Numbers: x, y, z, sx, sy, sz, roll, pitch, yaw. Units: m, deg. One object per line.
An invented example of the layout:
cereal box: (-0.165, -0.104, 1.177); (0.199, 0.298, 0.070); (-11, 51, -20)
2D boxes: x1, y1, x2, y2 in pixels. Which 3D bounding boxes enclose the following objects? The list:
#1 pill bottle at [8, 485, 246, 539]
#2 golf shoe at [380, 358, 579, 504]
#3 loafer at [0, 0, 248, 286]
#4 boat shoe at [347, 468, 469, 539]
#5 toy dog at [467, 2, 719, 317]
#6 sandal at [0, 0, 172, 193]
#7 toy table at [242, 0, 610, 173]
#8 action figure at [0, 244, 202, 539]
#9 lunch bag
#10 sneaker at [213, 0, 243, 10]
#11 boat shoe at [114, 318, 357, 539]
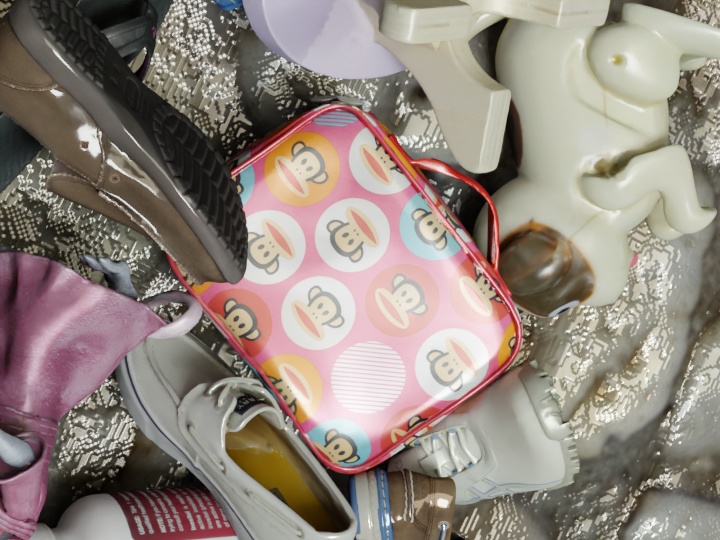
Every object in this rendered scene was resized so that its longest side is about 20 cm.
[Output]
pill bottle: (-0.113, 0.184, 1.073); (0.200, 0.113, 0.113); (-1, 98, -26)
golf shoe: (0.068, 0.114, 1.110); (0.097, 0.200, 0.078); (-19, 78, -17)
loafer: (-0.135, -0.064, 0.992); (0.071, 0.073, 0.200); (-30, 115, 21)
boat shoe: (0.039, 0.197, 1.128); (0.072, 0.072, 0.200); (-7, 139, 4)
toy dog: (0.137, -0.068, 1.150); (0.193, 0.140, 0.200); (15, 91, -14)
sandal: (-0.161, -0.103, 1.029); (0.201, 0.048, 0.075); (-50, 157, -7)
toy table: (0.044, -0.159, 1.047); (0.200, 0.117, 0.184); (-26, 129, -39)
action figure: (-0.196, 0.087, 1.015); (0.149, 0.134, 0.200); (20, 76, -39)
lunch bag: (0.000, 0.000, 1.081); (0.176, 0.082, 0.200); (-36, 96, 2)
sneaker: (-0.072, -0.215, 1.058); (0.200, 0.076, 0.105); (36, 82, -27)
boat shoe: (-0.070, 0.093, 1.046); (0.071, 0.200, 0.070); (-18, 149, -37)
